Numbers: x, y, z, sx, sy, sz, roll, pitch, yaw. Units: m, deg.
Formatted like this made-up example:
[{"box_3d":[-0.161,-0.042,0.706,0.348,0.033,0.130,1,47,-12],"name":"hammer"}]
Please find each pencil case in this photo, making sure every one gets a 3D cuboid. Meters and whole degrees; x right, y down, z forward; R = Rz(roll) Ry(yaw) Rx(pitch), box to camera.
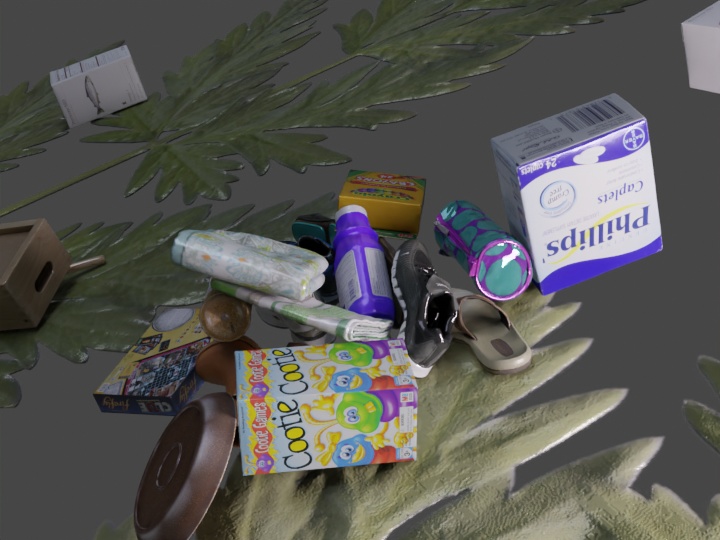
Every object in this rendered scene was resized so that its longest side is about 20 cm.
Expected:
[{"box_3d":[0.162,-0.029,1.471,0.091,0.086,0.200,12,15,-17],"name":"pencil case"}]

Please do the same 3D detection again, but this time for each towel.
[{"box_3d":[-0.133,-0.013,1.355,0.169,0.049,0.200,14,7,5],"name":"towel"},{"box_3d":[-0.069,0.044,1.340,0.198,0.031,0.149,20,2,22],"name":"towel"}]

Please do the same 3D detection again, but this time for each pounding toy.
[{"box_3d":[-0.568,0.007,1.815,0.182,0.143,0.201,-5,42,22],"name":"pounding toy"}]

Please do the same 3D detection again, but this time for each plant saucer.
[{"box_3d":[-0.203,0.224,1.206,0.200,0.032,0.201,-48,25,31],"name":"plant saucer"}]

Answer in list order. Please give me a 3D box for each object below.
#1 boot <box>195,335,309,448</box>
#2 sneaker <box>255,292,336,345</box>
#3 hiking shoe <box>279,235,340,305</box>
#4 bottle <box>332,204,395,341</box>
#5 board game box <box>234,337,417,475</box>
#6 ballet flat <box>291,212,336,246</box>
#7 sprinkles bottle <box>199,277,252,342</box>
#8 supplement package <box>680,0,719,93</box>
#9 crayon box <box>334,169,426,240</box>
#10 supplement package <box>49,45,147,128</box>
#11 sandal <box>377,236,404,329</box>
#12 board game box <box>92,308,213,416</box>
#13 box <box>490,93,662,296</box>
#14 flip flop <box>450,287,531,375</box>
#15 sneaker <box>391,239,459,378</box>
[{"box_3d":[-0.155,0.158,1.372,0.198,0.074,0.155,-6,37,30],"name":"boot"},{"box_3d":[-0.104,0.025,1.516,0.075,0.116,0.200,-28,31,-18],"name":"sneaker"},{"box_3d":[-0.075,-0.022,1.607,0.074,0.087,0.199,-32,32,-24],"name":"hiking shoe"},{"box_3d":[0.000,0.000,1.475,0.065,0.084,0.201,7,48,-20],"name":"bottle"},{"box_3d":[-0.041,0.153,1.232,0.198,0.104,0.105,-4,29,-6],"name":"board game box"},{"box_3d":[-0.032,-0.056,1.668,0.068,0.069,0.199,-23,28,-28],"name":"ballet flat"},{"box_3d":[-0.178,0.039,1.465,0.068,0.069,0.200,-17,13,1],"name":"sprinkles bottle"},{"box_3d":[0.637,-0.357,1.740,0.121,0.121,0.199,-32,32,-21],"name":"supplement package"},{"box_3d":[0.033,-0.101,1.640,0.125,0.051,0.200,7,20,3],"name":"crayon box"},{"box_3d":[-0.628,-0.441,2.587,0.198,0.118,0.117,-23,30,-7],"name":"supplement package"},{"box_3d":[0.052,0.013,1.513,0.054,0.083,0.200,4,22,-12],"name":"sandal"},{"box_3d":[-0.266,0.125,1.522,0.134,0.035,0.200,-1,33,27],"name":"board game box"},{"box_3d":[0.287,-0.099,1.421,0.182,0.201,0.105,-20,31,-4],"name":"box"},{"box_3d":[0.149,0.065,1.367,0.080,0.058,0.200,-24,30,-10],"name":"flip flop"},{"box_3d":[0.088,0.033,1.373,0.090,0.066,0.202,-41,37,41],"name":"sneaker"}]
